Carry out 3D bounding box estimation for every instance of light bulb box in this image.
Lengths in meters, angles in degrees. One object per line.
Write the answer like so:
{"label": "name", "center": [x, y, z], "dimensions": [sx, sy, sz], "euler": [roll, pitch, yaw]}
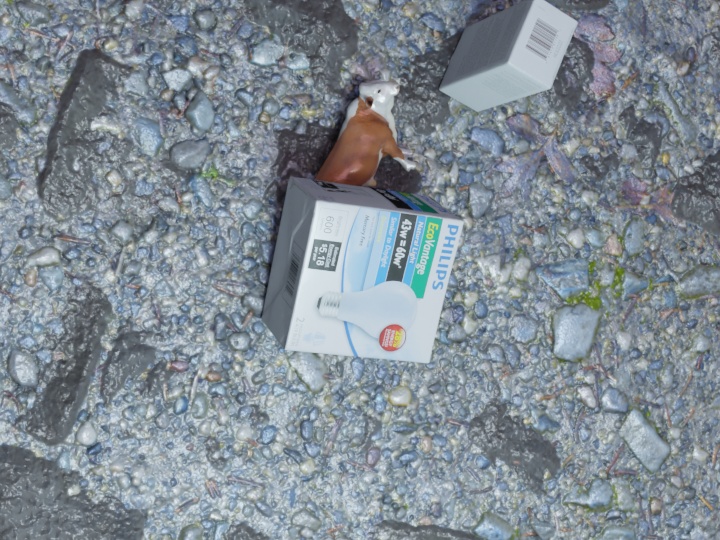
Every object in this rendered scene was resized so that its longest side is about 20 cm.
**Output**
{"label": "light bulb box", "center": [0.000, 0.000, 1.568], "dimensions": [0.200, 0.125, 0.198], "euler": [6, 106, -21]}

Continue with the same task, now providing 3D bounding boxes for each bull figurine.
{"label": "bull figurine", "center": [0.008, -0.150, 1.631], "dimensions": [0.121, 0.065, 0.200], "euler": [33, 86, -21]}

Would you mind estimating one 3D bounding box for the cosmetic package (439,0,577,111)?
{"label": "cosmetic package", "center": [0.191, -0.281, 1.639], "dimensions": [0.071, 0.200, 0.102], "euler": [27, 79, -19]}
